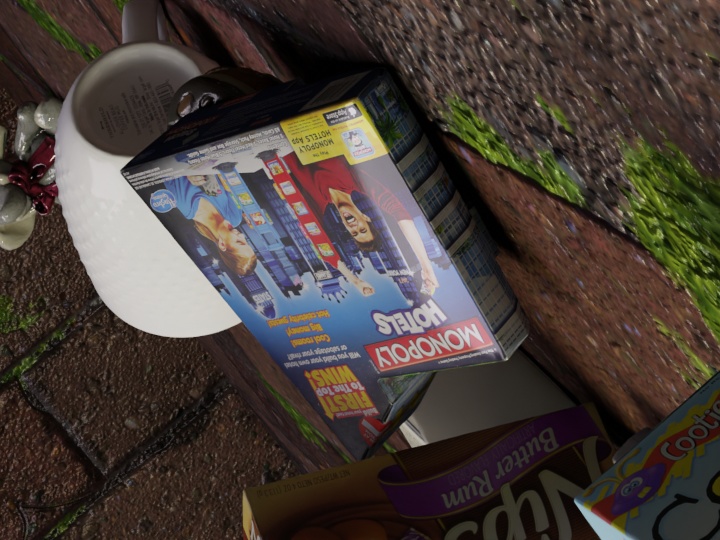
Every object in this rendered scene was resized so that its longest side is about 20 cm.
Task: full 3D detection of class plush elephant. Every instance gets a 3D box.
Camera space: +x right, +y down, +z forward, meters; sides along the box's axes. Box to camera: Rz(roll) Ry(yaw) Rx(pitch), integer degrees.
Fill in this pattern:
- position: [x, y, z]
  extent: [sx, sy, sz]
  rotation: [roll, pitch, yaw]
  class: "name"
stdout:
- position: [-0.383, -0.108, 2.592]
  extent: [0.165, 0.155, 0.200]
  rotation: [54, 171, -24]
  class: "plush elephant"

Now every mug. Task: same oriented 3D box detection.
- position: [-0.128, -0.084, 1.445]
  extent: [0.176, 0.147, 0.201]
  rotation: [76, -176, -60]
  class: "mug"

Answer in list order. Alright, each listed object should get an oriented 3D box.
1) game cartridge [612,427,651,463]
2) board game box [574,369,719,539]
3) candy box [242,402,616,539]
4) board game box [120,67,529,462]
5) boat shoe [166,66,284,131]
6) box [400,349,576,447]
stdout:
- position: [0.207, 0.173, 1.101]
  extent: [0.130, 0.038, 0.200]
  rotation: [33, 161, 52]
  class: "game cartridge"
- position: [0.173, 0.104, 0.715]
  extent: [0.105, 0.103, 0.200]
  rotation: [53, 171, -22]
  class: "board game box"
- position: [0.049, 0.150, 1.155]
  extent: [0.057, 0.199, 0.117]
  rotation: [93, 160, -50]
  class: "candy box"
- position: [0.000, 0.000, 1.142]
  extent: [0.199, 0.062, 0.200]
  rotation: [-11, 116, 49]
  class: "board game box"
- position: [-0.017, -0.041, 1.238]
  extent: [0.200, 0.076, 0.074]
  rotation: [47, -147, -3]
  class: "boat shoe"
- position: [0.096, 0.127, 1.327]
  extent: [0.095, 0.078, 0.200]
  rotation: [44, 170, 35]
  class: "box"
